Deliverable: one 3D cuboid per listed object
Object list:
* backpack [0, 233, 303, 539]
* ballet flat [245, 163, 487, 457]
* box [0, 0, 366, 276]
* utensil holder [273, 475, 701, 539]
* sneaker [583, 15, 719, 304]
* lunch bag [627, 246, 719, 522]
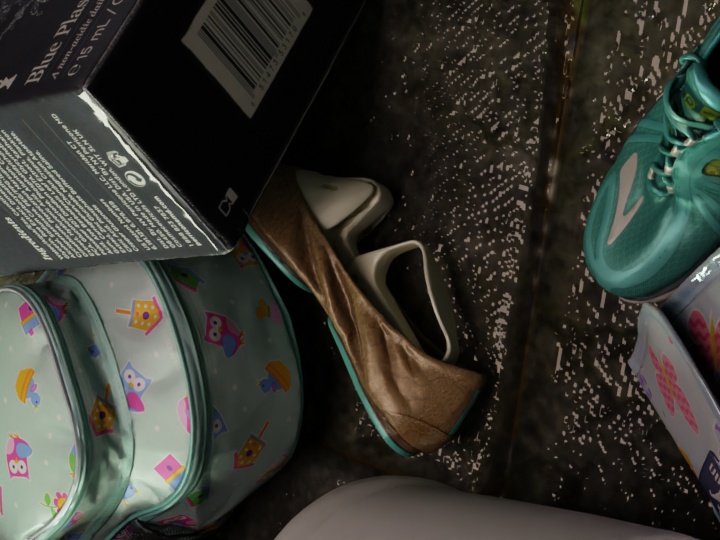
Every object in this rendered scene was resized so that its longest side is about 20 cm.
[{"bbox_3d":[-0.130,0.066,0.993,0.200,0.153,0.176,-35,67,37],"label":"backpack"},{"bbox_3d":[0.000,0.000,0.930,0.072,0.068,0.200,-41,66,15],"label":"ballet flat"},{"bbox_3d":[-0.124,-0.111,0.924,0.199,0.117,0.197,-6,47,43],"label":"box"},{"bbox_3d":[0.063,0.183,0.782,0.200,0.169,0.171,0,95,58],"label":"utensil holder"},{"bbox_3d":[0.150,-0.068,0.768,0.078,0.079,0.200,50,125,26],"label":"sneaker"},{"bbox_3d":[0.201,0.058,0.707,0.200,0.127,0.170,-47,63,49],"label":"lunch bag"}]
